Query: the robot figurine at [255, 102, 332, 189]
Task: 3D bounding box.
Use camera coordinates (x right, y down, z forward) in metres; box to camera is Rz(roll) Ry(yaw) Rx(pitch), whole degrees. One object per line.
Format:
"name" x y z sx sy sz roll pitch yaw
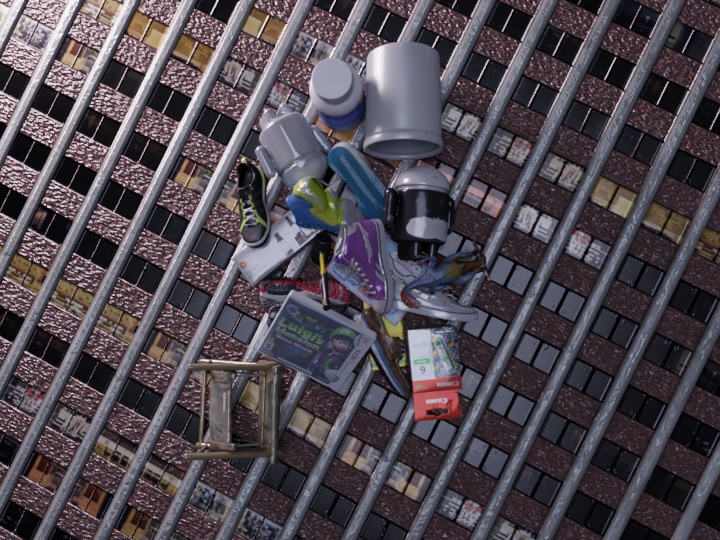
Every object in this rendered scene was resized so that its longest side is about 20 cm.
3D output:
"robot figurine" -0.143 -0.259 1.375 0.169 0.113 0.201 -27 85 -22

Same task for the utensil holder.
"utensil holder" 0.089 -0.352 1.337 0.168 0.170 0.202 -1 85 4

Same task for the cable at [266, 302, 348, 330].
"cable" -0.102 0.144 1.357 0.198 0.051 0.165 3 120 5

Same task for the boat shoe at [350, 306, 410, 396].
"boat shoe" 0.059 0.168 1.348 0.072 0.072 0.201 -30 91 -11

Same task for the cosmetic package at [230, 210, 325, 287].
"cosmetic package" -0.181 -0.057 1.401 0.200 0.051 0.083 -39 84 1

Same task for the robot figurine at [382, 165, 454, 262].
"robot figurine" 0.126 -0.120 1.347 0.124 0.150 0.202 4 88 21

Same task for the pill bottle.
"pill bottle" -0.047 -0.369 1.329 0.111 0.200 0.113 0 88 4

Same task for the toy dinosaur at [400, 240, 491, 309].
"toy dinosaur" 0.174 0.023 1.312 0.180 0.200 0.106 -25 74 16

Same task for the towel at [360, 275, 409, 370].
"towel" 0.053 0.116 1.396 0.085 0.018 0.202 -7 86 -2

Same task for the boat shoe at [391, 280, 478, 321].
"boat shoe" 0.160 0.064 1.347 0.198 0.074 0.066 11 94 -12

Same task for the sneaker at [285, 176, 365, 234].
"sneaker" -0.076 -0.118 1.353 0.105 0.076 0.200 -26 127 37

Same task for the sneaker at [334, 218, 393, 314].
"sneaker" 0.000 0.000 1.315 0.113 0.072 0.203 -11 93 -27

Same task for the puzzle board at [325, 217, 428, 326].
"puzzle board" 0.044 0.001 1.388 0.199 0.017 0.151 38 85 3

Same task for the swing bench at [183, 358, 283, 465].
"swing bench" -0.262 0.297 1.357 0.198 0.130 0.201 3 87 -1

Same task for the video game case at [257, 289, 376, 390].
"video game case" -0.093 0.150 1.322 0.199 0.023 0.182 28 124 -9

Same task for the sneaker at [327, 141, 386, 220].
"sneaker" 0.009 -0.194 1.380 0.076 0.081 0.201 -29 107 21

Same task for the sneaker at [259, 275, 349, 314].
"sneaker" -0.120 0.059 1.385 0.198 0.081 0.075 5 116 8

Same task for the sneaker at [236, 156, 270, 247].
"sneaker" -0.246 -0.148 1.371 0.071 0.083 0.202 -14 69 18

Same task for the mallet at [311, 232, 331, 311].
"mallet" -0.080 0.012 1.333 0.041 0.066 0.201 4 49 -12

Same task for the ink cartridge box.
"ink cartridge box" 0.160 0.222 1.361 0.108 0.050 0.202 -5 87 -2
